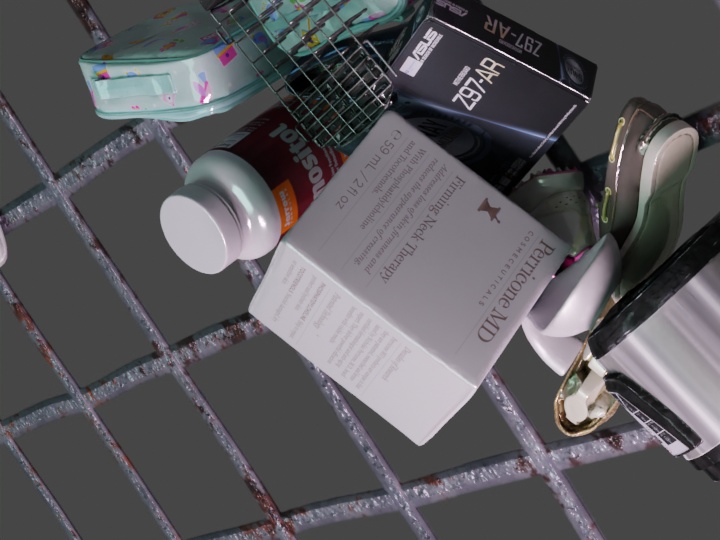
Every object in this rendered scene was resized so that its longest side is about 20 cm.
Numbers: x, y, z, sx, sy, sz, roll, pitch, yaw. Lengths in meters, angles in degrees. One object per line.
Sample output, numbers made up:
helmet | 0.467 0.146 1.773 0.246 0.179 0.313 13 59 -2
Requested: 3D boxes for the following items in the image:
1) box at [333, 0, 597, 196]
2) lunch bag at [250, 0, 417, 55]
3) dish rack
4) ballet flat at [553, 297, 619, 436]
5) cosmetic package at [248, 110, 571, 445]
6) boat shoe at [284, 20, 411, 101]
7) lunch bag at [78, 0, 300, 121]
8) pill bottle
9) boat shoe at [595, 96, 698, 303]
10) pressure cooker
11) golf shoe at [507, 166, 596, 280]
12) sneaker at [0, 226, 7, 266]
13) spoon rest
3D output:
box | 0.089 -0.142 1.521 0.159 0.044 0.200 26 141 -12
lunch bag | -0.028 -0.280 1.543 0.199 0.077 0.161 -13 109 51
dish rack | -0.048 -0.207 1.506 0.200 0.055 0.153 51 145 -2
ballet flat | 0.227 0.088 1.606 0.070 0.065 0.201 33 139 17
cosmetic package | 0.039 0.009 1.504 0.199 0.168 0.167 37 153 2
boat shoe | 0.013 -0.176 1.605 0.199 0.069 0.085 -8 115 47
lunch bag | -0.170 -0.201 1.696 0.199 0.160 0.078 2 122 43
pill bottle | -0.095 -0.083 1.683 0.112 0.200 0.114 26 136 28
boat shoe | 0.233 -0.057 1.482 0.060 0.071 0.201 44 147 32
pressure cooker | 0.307 0.073 1.425 0.200 0.176 0.179 47 138 4
golf shoe | 0.146 -0.012 1.582 0.200 0.075 0.092 -49 57 53
sneaker | -0.535 -0.068 2.221 0.200 0.100 0.075 44 140 6
spoon rest | 0.177 0.031 1.502 0.060 0.100 0.200 31 158 9
